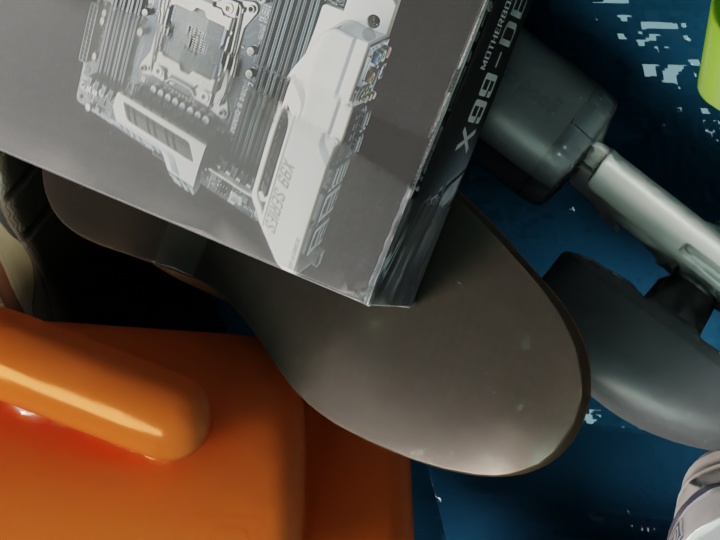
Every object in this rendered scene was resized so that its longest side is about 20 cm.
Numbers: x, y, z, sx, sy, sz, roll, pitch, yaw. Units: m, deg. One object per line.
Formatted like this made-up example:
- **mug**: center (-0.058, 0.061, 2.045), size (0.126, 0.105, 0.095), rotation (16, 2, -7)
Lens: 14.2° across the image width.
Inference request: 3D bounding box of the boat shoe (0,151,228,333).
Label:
- **boat shoe**: center (-0.097, 0.011, 0.938), size (0.074, 0.076, 0.200), rotation (11, 126, 38)

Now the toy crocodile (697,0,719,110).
- **toy crocodile**: center (0.182, -0.029, 0.735), size (0.200, 0.062, 0.068), rotation (30, 134, 9)

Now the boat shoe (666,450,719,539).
- **boat shoe**: center (0.186, 0.067, 0.804), size (0.200, 0.066, 0.072), rotation (-8, 117, 12)

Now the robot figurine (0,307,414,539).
- **robot figurine**: center (-0.086, 0.071, 0.849), size (0.200, 0.144, 0.117), rotation (3, 89, -6)

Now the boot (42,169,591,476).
- **boot**: center (0.000, 0.000, 0.835), size (0.200, 0.075, 0.074), rotation (32, 96, 37)

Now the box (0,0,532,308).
- **box**: center (-0.051, -0.099, 0.779), size (0.200, 0.050, 0.158), rotation (23, 95, 15)

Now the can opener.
- **can opener**: center (0.040, -0.028, 0.814), size (0.200, 0.067, 0.053), rotation (37, 169, 3)
